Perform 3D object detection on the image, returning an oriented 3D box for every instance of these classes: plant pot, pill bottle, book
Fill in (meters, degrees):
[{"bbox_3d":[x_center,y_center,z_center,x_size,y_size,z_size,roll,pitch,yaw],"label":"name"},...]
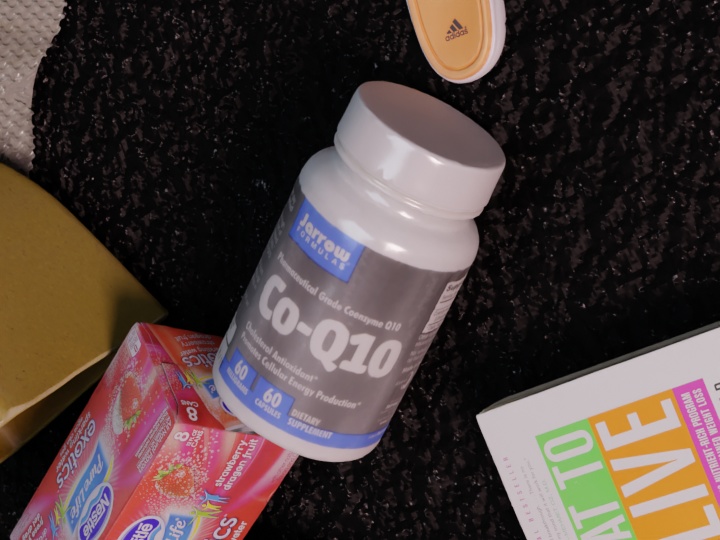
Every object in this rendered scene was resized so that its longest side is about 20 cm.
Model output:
[{"bbox_3d":[-0.288,0.032,1.179,0.194,0.195,0.201,-39,89,32],"label":"plant pot"},{"bbox_3d":[0.000,0.000,1.050,0.113,0.113,0.201,38,116,25],"label":"pill bottle"},{"bbox_3d":[0.177,0.107,0.989,0.199,0.048,0.135,-23,87,33],"label":"book"}]

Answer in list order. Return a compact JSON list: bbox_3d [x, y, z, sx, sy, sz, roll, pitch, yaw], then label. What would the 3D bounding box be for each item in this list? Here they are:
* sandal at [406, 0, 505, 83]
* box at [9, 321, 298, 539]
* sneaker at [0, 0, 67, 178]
[{"bbox_3d":[0.031,-0.210,1.031,0.079,0.059,0.209,-19,86,35],"label":"sandal"},{"bbox_3d":[-0.133,0.142,1.155,0.201,0.099,0.096,-56,40,27],"label":"box"},{"bbox_3d":[-0.268,-0.150,1.243,0.099,0.069,0.202,26,110,32],"label":"sneaker"}]
